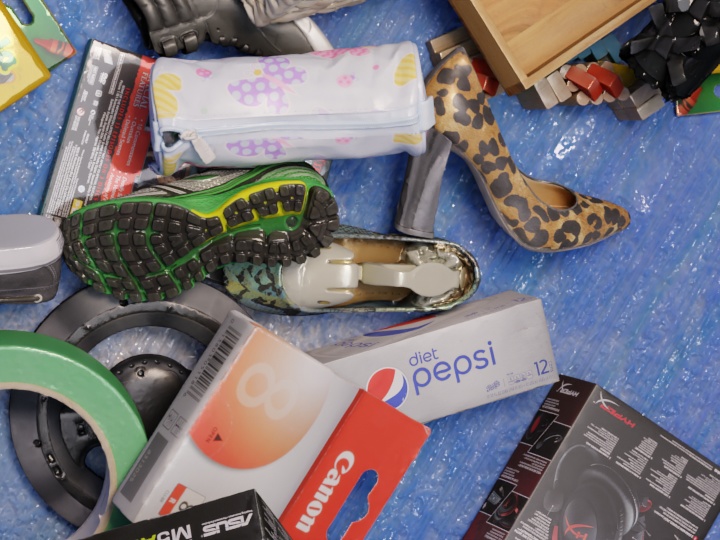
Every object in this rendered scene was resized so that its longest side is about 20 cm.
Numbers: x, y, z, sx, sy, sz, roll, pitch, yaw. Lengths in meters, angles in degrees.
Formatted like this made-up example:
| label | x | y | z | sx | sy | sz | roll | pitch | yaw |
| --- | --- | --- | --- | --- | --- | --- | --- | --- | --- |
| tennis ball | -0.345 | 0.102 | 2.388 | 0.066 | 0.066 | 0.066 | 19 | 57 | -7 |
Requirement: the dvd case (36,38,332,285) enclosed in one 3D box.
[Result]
| label | x | y | z | sx | sy | sz | roll | pitch | yaw |
| --- | --- | --- | --- | --- | --- | --- | --- | --- | --- |
| dvd case | -0.123 | -0.071 | 1.599 | 0.200 | 0.022 | 0.146 | 16 | 89 | -18 |

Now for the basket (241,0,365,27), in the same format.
| label | x | y | z | sx | sy | sz | roll | pitch | yaw |
| --- | --- | --- | --- | --- | --- | --- | --- | --- | --- |
| basket | 0.000 | -0.262 | 1.537 | 0.200 | 0.123 | 0.136 | -21 | 84 | -35 |

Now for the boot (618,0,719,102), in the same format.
| label | x | y | z | sx | sy | sz | roll | pitch | yaw |
| --- | --- | --- | --- | --- | --- | --- | --- | --- | --- |
| boot | 0.283 | -0.202 | 1.627 | 0.073 | 0.198 | 0.163 | 45 | 116 | 16 |

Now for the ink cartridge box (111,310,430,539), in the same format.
| label | x | y | z | sx | sy | sz | roll | pitch | yaw |
| --- | --- | --- | --- | --- | --- | --- | --- | --- | --- |
| ink cartridge box | -0.053 | 0.144 | 1.546 | 0.200 | 0.050 | 0.162 | 32 | 89 | -29 |

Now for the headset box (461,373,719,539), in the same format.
| label | x | y | z | sx | sy | sz | roll | pitch | yaw |
| --- | --- | --- | --- | --- | --- | --- | --- | --- | --- |
| headset box | 0.173 | 0.204 | 1.687 | 0.149 | 0.075 | 0.200 | 33 | 83 | -17 |

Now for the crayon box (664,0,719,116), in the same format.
| label | x | y | z | sx | sy | sz | roll | pitch | yaw |
| --- | --- | --- | --- | --- | --- | --- | --- | --- | --- |
| crayon box | 0.303 | -0.226 | 1.715 | 0.127 | 0.051 | 0.200 | -8 | 97 | -18 |

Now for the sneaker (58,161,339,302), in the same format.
| label | x | y | z | sx | sy | sz | roll | pitch | yaw |
| --- | --- | --- | --- | --- | --- | --- | --- | --- | --- |
| sneaker | -0.116 | -0.032 | 1.560 | 0.200 | 0.085 | 0.078 | -8 | 114 | -4 |

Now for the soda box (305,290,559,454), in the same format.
| label | x | y | z | sx | sy | sz | roll | pitch | yaw |
| --- | --- | --- | --- | --- | --- | --- | --- | --- | --- |
| soda box | 0.043 | 0.074 | 1.641 | 0.200 | 0.063 | 0.068 | -17 | 100 | -16 |

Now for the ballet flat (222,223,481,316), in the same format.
| label | x | y | z | sx | sy | sz | roll | pitch | yaw |
| --- | --- | --- | --- | --- | --- | --- | --- | --- | --- |
| ballet flat | 0.000 | 0.000 | 1.606 | 0.200 | 0.074 | 0.074 | -3 | 95 | -26 |

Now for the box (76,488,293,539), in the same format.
| label | x | y | z | sx | sy | sz | roll | pitch | yaw |
| --- | --- | --- | --- | --- | --- | --- | --- | --- | --- |
| box | -0.131 | 0.230 | 1.506 | 0.193 | 0.200 | 0.048 | -14 | 59 | 7 |

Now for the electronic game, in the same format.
| label | x | y | z | sx | sy | sz | roll | pitch | yaw |
| --- | --- | --- | --- | --- | --- | --- | --- | --- | --- |
| electronic game | -0.154 | 0.100 | 1.589 | 0.200 | 0.042 | 0.200 | -2 | 99 | -12 |

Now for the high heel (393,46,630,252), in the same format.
| label | x | y | z | sx | sy | sz | roll | pitch | yaw |
| --- | --- | --- | --- | --- | --- | --- | --- | --- | --- |
| high heel | 0.128 | -0.090 | 1.634 | 0.200 | 0.071 | 0.143 | 3 | 111 | -24 |

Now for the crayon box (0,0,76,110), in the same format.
| label | x | y | z | sx | sy | sz | roll | pitch | yaw |
| --- | --- | --- | --- | --- | --- | --- | --- | --- | --- |
| crayon box | -0.306 | -0.148 | 1.510 | 0.200 | 0.051 | 0.127 | -37 | 104 | -13 |

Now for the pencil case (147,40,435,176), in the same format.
| label | x | y | z | sx | sy | sz | roll | pitch | yaw |
| --- | --- | --- | --- | --- | --- | --- | --- | --- | --- |
| pencil case | -0.051 | -0.113 | 1.528 | 0.200 | 0.091 | 0.083 | -5 | 97 | -6 |

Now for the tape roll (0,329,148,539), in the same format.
| label | x | y | z | sx | sy | sz | roll | pitch | yaw |
| --- | --- | --- | --- | --- | --- | --- | --- | --- | --- |
| tape roll | -0.246 | 0.144 | 1.531 | 0.200 | 0.048 | 0.201 | -2 | 103 | -10 |

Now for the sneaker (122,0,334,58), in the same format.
| label | x | y | z | sx | sy | sz | roll | pitch | yaw |
| --- | --- | --- | --- | --- | --- | --- | --- | --- | --- |
| sneaker | -0.096 | -0.170 | 1.580 | 0.099 | 0.071 | 0.200 | -46 | 102 | -6 |

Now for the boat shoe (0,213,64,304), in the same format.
| label | x | y | z | sx | sy | sz | roll | pitch | yaw |
| --- | --- | --- | --- | --- | --- | --- | --- | --- | --- |
| boat shoe | -0.305 | 0.004 | 1.524 | 0.200 | 0.070 | 0.066 | -7 | 122 | -12 |

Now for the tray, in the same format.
| label | x | y | z | sx | sy | sz | roll | pitch | yaw |
| --- | --- | --- | --- | --- | --- | --- | --- | --- | --- |
| tray | 0.164 | -0.223 | 1.619 | 0.200 | 0.037 | 0.099 | -35 | 96 | -21 |

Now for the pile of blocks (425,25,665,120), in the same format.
| label | x | y | z | sx | sy | sz | roll | pitch | yaw |
| --- | --- | --- | --- | --- | --- | --- | --- | --- | --- |
| pile of blocks | 0.153 | -0.157 | 1.664 | 0.200 | 0.062 | 0.082 | 2 | 93 | -19 |
